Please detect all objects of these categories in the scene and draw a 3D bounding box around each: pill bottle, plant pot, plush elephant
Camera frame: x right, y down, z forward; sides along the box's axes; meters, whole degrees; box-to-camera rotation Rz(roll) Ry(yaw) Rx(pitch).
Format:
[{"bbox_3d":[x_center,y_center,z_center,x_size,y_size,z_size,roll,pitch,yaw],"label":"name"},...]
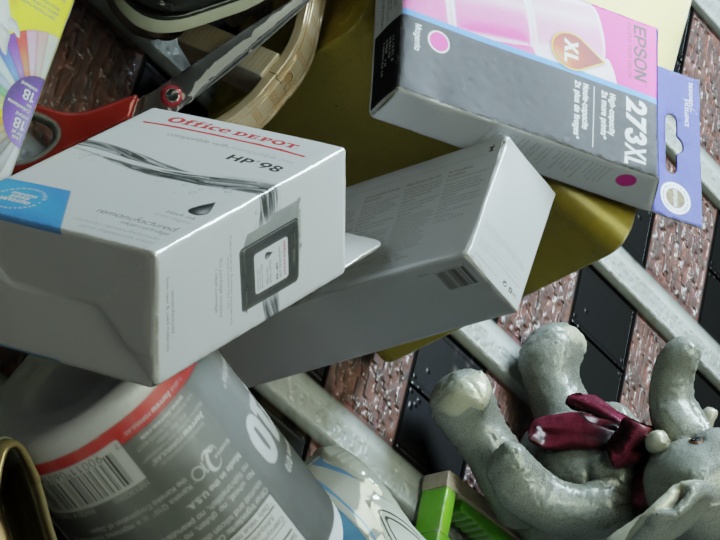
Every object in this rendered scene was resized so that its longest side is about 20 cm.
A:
[{"bbox_3d":[-0.080,0.117,1.450,0.200,0.113,0.114,54,42,-25],"label":"pill bottle"},{"bbox_3d":[0.036,-0.104,1.627,0.176,0.200,0.201,37,50,-23],"label":"plant pot"},{"bbox_3d":[0.158,0.110,1.692,0.164,0.154,0.201,-8,76,-58],"label":"plush elephant"}]

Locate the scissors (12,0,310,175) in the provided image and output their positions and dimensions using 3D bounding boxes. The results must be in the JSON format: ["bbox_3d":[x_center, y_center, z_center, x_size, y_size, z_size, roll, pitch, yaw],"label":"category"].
[{"bbox_3d":[-0.101,-0.073,1.486,0.199,0.014,0.074,-22,84,-17],"label":"scissors"}]

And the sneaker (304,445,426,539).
[{"bbox_3d":[0.030,0.177,1.598,0.200,0.072,0.073,42,83,-17],"label":"sneaker"}]

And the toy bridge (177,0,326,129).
[{"bbox_3d":[-0.062,-0.106,1.526,0.200,0.067,0.027,-52,141,-18],"label":"toy bridge"}]

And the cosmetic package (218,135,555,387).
[{"bbox_3d":[0.000,0.000,1.521,0.051,0.199,0.083,45,46,-31],"label":"cosmetic package"}]

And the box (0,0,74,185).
[{"bbox_3d":[-0.195,-0.117,1.372,0.117,0.048,0.201,31,69,-37],"label":"box"}]

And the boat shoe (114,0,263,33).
[{"bbox_3d":[-0.036,-0.184,1.504,0.201,0.063,0.074,-28,66,-32],"label":"boat shoe"}]

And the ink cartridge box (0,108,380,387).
[{"bbox_3d":[-0.085,-0.021,1.400,0.200,0.115,0.067,-32,128,-53],"label":"ink cartridge box"}]

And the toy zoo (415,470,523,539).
[{"bbox_3d":[0.065,0.230,1.671,0.131,0.020,0.201,39,49,-37],"label":"toy zoo"}]

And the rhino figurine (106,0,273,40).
[{"bbox_3d":[-0.120,-0.212,1.560,0.087,0.060,0.201,-27,97,-46],"label":"rhino figurine"}]

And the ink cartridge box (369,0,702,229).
[{"bbox_3d":[0.098,-0.094,1.525,0.199,0.037,0.095,19,56,-25],"label":"ink cartridge box"}]

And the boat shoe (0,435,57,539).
[{"bbox_3d":[-0.157,0.176,1.372,0.073,0.062,0.201,-25,98,-53],"label":"boat shoe"}]
